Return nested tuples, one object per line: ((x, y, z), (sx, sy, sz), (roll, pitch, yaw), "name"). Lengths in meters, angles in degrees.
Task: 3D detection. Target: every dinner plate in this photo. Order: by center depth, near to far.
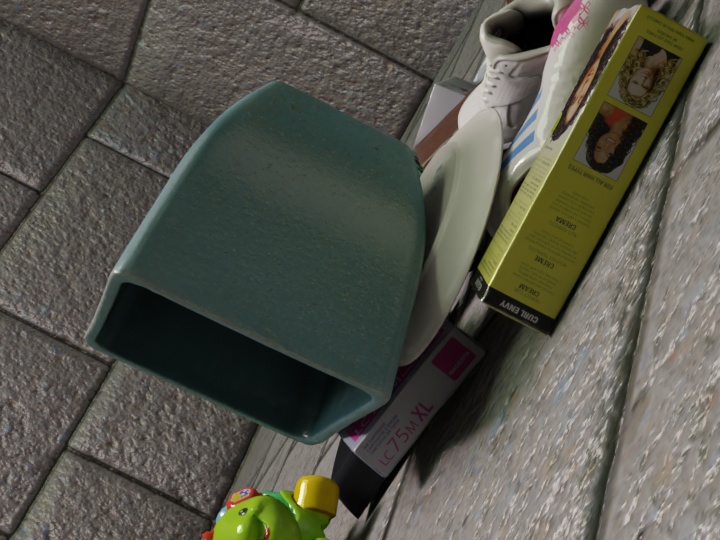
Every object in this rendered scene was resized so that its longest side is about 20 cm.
((0.052, -0.028, 0.937), (0.200, 0.024, 0.200), (-159, 90, -78), "dinner plate")

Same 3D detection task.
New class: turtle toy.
((-0.078, 0.233, 1.034), (0.200, 0.101, 0.146), (123, 158, -63), "turtle toy")

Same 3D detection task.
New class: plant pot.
((-0.062, -0.015, 0.928), (0.200, 0.196, 0.196), (-69, 10, -23), "plant pot")

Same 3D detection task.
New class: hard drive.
((0.027, 0.109, 1.127), (0.135, 0.042, 0.200), (-60, 5, 31), "hard drive")

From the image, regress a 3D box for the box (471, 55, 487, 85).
((0.175, -0.245, 1.375), (0.137, 0.040, 0.200), (-62, -6, 21), "box")

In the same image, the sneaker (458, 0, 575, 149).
((0.121, -0.161, 0.973), (0.200, 0.099, 0.078), (-38, 44, 51), "sneaker")

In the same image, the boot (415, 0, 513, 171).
((0.105, -0.164, 1.120), (0.200, 0.064, 0.186), (-50, 37, 17), "boot")

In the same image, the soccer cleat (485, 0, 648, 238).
((0.149, -0.101, 0.866), (0.200, 0.070, 0.086), (-65, 19, 9), "soccer cleat")

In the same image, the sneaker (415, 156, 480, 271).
((0.053, -0.070, 1.216), (0.085, 0.200, 0.078), (2, -51, -45), "sneaker")

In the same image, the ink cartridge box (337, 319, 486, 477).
((0.018, 0.078, 1.013), (0.119, 0.042, 0.200), (-51, 15, -2), "ink cartridge box")

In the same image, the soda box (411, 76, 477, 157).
((0.081, -0.091, 1.301), (0.068, 0.064, 0.200), (-34, -35, -64), "soda box")

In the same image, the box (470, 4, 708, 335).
((0.137, -0.063, 0.790), (0.200, 0.050, 0.075), (-63, 4, 7), "box")
